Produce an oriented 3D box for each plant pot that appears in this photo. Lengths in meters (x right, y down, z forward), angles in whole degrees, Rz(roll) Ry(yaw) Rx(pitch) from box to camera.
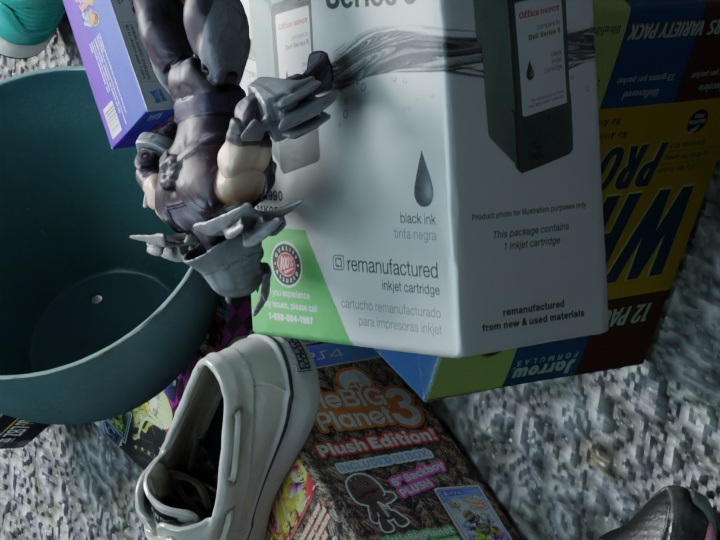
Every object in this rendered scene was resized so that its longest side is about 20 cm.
[{"bbox_3d":[-0.159,0.007,1.340,0.200,0.199,0.135,52,170,34],"label":"plant pot"}]

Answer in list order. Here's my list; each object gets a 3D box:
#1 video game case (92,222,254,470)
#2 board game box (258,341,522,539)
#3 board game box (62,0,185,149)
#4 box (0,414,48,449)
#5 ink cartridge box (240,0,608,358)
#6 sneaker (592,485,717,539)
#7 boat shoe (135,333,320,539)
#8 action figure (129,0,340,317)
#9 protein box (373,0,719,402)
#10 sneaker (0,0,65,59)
[{"bbox_3d":[-0.121,0.018,1.452,0.181,0.036,0.201,37,125,44],"label":"video game case"},{"bbox_3d":[-0.006,0.162,1.273,0.200,0.096,0.160,55,136,32],"label":"board game box"},{"bbox_3d":[-0.099,-0.170,1.303,0.045,0.134,0.201,-39,66,49],"label":"board game box"},{"bbox_3d":[-0.224,0.001,1.538,0.161,0.049,0.202,144,121,-65],"label":"box"},{"bbox_3d":[0.020,-0.073,0.973,0.146,0.084,0.202,4,99,53],"label":"ink cartridge box"},{"bbox_3d":[0.079,0.167,1.110,0.200,0.095,0.079,-49,12,11],"label":"sneaker"},{"bbox_3d":[-0.081,0.116,1.227,0.072,0.065,0.201,55,135,32],"label":"boat shoe"},{"bbox_3d":[-0.061,-0.081,0.960,0.130,0.069,0.202,-12,90,49],"label":"action figure"},{"bbox_3d":[0.051,-0.082,1.114,0.200,0.134,0.200,45,129,40],"label":"protein box"},{"bbox_3d":[-0.227,-0.246,1.504,0.121,0.083,0.201,-38,74,55],"label":"sneaker"}]
